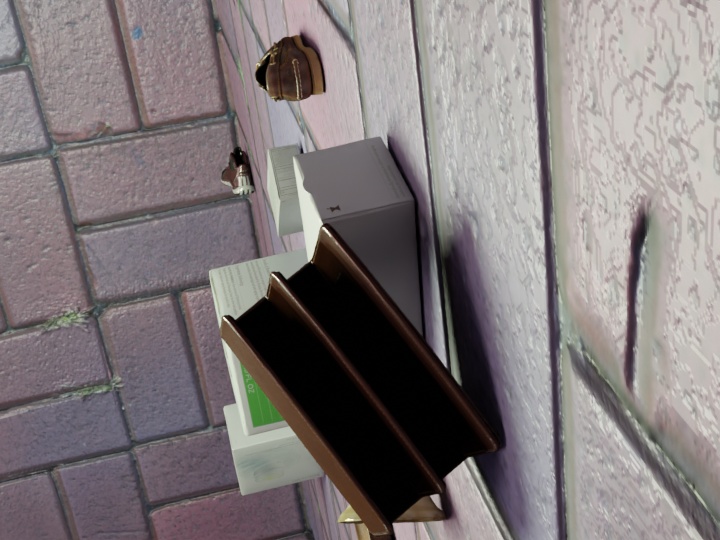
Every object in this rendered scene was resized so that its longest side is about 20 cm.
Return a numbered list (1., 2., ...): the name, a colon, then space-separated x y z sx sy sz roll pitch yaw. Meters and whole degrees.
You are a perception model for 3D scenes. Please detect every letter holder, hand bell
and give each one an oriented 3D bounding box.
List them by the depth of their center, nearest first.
1. letter holder: -0.004 0.083 0.817 0.201 0.100 0.142 51 166 6
2. hand bell: 0.026 0.140 1.080 0.104 0.103 0.202 108 160 -75

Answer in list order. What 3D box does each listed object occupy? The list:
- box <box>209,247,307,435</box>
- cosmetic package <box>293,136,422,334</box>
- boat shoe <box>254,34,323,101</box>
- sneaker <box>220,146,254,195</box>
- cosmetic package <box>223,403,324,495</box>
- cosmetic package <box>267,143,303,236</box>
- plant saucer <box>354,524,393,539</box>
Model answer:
1. box: -0.123 0.105 1.697 0.200 0.169 0.201 -120 19 -63
2. cosmetic package: 0.000 0.000 0.977 0.108 0.084 0.202 -112 14 -49
3. boat shoe: -0.093 -0.241 1.338 0.200 0.070 0.071 -127 24 -75
4. sneaker: -0.330 -0.281 3.012 0.200 0.075 0.117 -141 43 -61
5. cosmetic package: -0.194 0.390 2.536 0.201 0.197 0.124 87 168 -50
6. cosmetic package: -0.111 -0.120 1.710 0.200 0.050 0.083 111 148 -76
7. plant saucer: 0.021 0.382 1.585 0.200 0.036 0.203 168 90 -81
